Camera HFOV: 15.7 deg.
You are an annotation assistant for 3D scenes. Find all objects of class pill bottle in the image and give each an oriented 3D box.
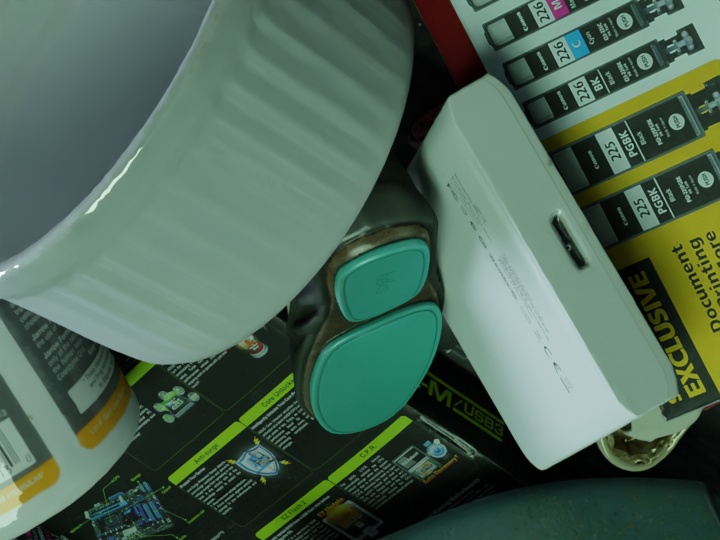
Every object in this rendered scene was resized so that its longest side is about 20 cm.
[{"bbox_3d":[-0.188,0.011,1.104,0.116,0.117,0.201,-21,110,27],"label":"pill bottle"}]

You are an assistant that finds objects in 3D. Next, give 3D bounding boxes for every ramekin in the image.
[{"bbox_3d":[-0.070,-0.062,0.983,0.097,0.201,0.200,31,131,-29],"label":"ramekin"}]

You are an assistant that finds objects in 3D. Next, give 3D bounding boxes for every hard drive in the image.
[{"bbox_3d":[0.061,0.007,1.012,0.026,0.200,0.132,-29,84,-9],"label":"hard drive"}]

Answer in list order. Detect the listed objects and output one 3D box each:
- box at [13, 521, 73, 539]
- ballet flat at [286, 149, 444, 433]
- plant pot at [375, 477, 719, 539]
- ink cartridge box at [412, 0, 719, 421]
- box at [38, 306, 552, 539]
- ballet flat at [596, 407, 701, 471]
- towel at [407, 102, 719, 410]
[{"bbox_3d":[-0.212,0.187,1.226,0.122,0.107,0.199,-31,161,33],"label":"box"},{"bbox_3d":[0.000,0.000,1.061,0.068,0.069,0.200,-18,158,-12],"label":"ballet flat"},{"bbox_3d":[0.110,0.203,1.172,0.199,0.197,0.196,-31,144,13],"label":"plant pot"},{"bbox_3d":[0.115,-0.058,0.970,0.175,0.084,0.201,-25,98,27],"label":"ink cartridge box"},{"bbox_3d":[-0.043,0.092,1.218,0.193,0.048,0.200,35,129,-18],"label":"box"},{"bbox_3d":[0.148,0.015,1.071,0.069,0.070,0.200,22,135,-10],"label":"ballet flat"},{"bbox_3d":[0.136,-0.026,1.093,0.144,0.023,0.200,-30,121,33],"label":"towel"}]
